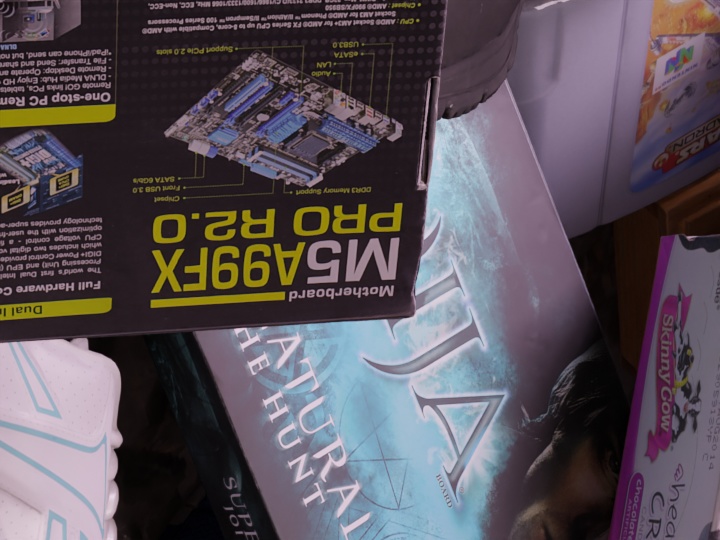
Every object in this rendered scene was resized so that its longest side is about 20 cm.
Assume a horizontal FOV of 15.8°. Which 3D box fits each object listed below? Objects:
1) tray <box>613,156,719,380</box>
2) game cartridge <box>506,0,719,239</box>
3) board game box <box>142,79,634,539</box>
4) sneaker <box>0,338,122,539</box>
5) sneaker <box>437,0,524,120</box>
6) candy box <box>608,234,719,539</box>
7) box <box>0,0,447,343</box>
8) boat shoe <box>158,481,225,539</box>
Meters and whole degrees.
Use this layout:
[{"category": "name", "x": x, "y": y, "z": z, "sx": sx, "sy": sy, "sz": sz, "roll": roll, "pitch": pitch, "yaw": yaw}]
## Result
[{"category": "tray", "x": 0.181, "y": -0.035, "z": 0.921, "sx": 0.199, "sy": 0.037, "sz": 0.099, "roll": -27, "pitch": 136, "yaw": -18}, {"category": "game cartridge", "x": 0.115, "y": -0.086, "z": 0.812, "sx": 0.199, "sy": 0.042, "sz": 0.134, "roll": -30, "pitch": 145, "yaw": -20}, {"category": "board game box", "x": 0.000, "y": 0.000, "z": 0.705, "sx": 0.135, "sy": 0.028, "sz": 0.201, "roll": -30, "pitch": 103, "yaw": -37}, {"category": "sneaker", "x": -0.086, "y": 0.060, "z": 0.659, "sx": 0.080, "sy": 0.070, "sz": 0.201, "roll": -48, "pitch": 137, "yaw": -32}, {"category": "sneaker", "x": 0.033, "y": -0.106, "z": 0.661, "sx": 0.200, "sy": 0.076, "sz": 0.091, "roll": -37, "pitch": 148, "yaw": -45}, {"category": "candy box", "x": 0.172, "y": 0.075, "z": 0.748, "sx": 0.199, "sy": 0.061, "sz": 0.138, "roll": 14, "pitch": 83, "yaw": -24}, {"category": "box", "x": -0.081, "y": -0.061, "z": 0.521, "sx": 0.198, "sy": 0.044, "sz": 0.161, "roll": -4, "pitch": 126, "yaw": -12}, {"category": "boat shoe", "x": -0.002, "y": 0.075, "z": 0.763, "sx": 0.072, "sy": 0.072, "sz": 0.201, "roll": 43, "pitch": 70, "yaw": -43}]
